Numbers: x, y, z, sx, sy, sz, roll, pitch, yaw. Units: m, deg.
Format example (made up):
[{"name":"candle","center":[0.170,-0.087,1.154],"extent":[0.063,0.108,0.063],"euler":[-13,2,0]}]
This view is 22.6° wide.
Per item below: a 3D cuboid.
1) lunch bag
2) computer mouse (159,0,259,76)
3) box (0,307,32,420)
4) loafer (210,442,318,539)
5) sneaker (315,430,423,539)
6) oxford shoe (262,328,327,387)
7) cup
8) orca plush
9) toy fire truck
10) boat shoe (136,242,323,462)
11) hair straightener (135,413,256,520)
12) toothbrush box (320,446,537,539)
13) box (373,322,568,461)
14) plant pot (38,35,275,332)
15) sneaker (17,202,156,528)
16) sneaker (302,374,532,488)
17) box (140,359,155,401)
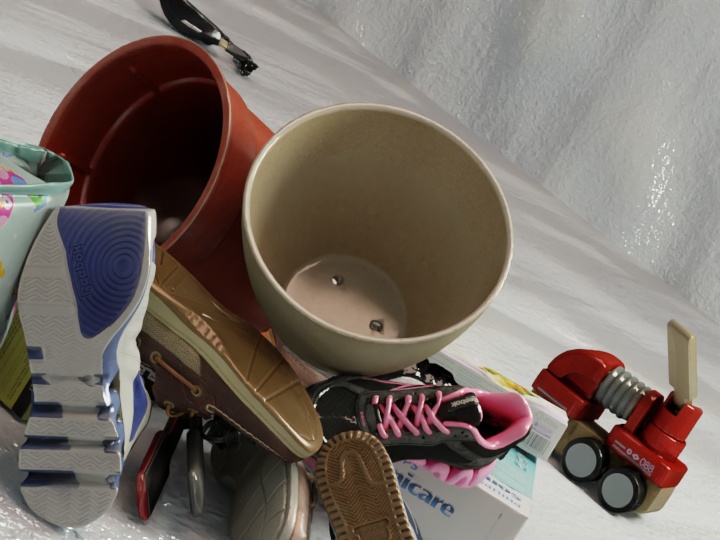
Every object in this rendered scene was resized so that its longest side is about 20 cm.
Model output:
[{"name":"lunch bag","center":[-0.267,-0.003,1.115],"extent":[0.121,0.172,0.200],"euler":[26,11,17]},{"name":"computer mouse","center":[-0.243,-0.366,2.794],"extent":[0.200,0.046,0.141],"euler":[40,5,-23]},{"name":"box","center":[-0.271,0.017,1.260],"extent":[0.199,0.076,0.050],"euler":[37,12,22]},{"name":"loafer","center":[-0.056,0.158,1.268],"extent":[0.063,0.072,0.200],"euler":[35,8,-22]},{"name":"sneaker","center":[0.016,0.218,1.205],"extent":[0.109,0.069,0.202],"euler":[75,3,-52]},{"name":"oxford shoe","center":[-0.041,0.070,1.602],"extent":[0.071,0.073,0.200],"euler":[25,15,-31]},{"name":"cup","center":[0.000,0.000,1.335],"extent":[0.198,0.144,0.202],"euler":[6,57,-10]},{"name":"orca plush","center":[0.041,0.075,1.408],"extent":[0.199,0.072,0.105],"euler":[32,14,10]},{"name":"toy fire truck","center":[0.274,0.127,1.848],"extent":[0.176,0.201,0.128],"euler":[39,14,26]},{"name":"boat shoe","center":[-0.112,0.065,1.223],"extent":[0.200,0.072,0.072],"euler":[43,22,-1]},{"name":"hair straightener","center":[-0.105,0.124,1.264],"extent":[0.076,0.041,0.200],"euler":[-3,12,4]},{"name":"toothbrush box","center":[0.062,0.165,1.468],"extent":[0.146,0.086,0.200],"euler":[32,12,0]},{"name":"box","center":[0.080,0.091,1.506],"extent":[0.199,0.042,0.039],"euler":[29,12,-3]},{"name":"plant pot","center":[-0.126,-0.051,1.430],"extent":[0.201,0.201,0.195],"euler":[43,6,40]},{"name":"sneaker","center":[-0.174,0.056,1.152],"extent":[0.079,0.202,0.115],"euler":[7,1,-1]},{"name":"sneaker","center":[0.041,0.106,1.294],"extent":[0.198,0.095,0.080],"euler":[6,66,-36]},{"name":"box","center":[-0.225,0.013,1.441],"extent":[0.192,0.048,0.200],"euler":[32,12,-14]}]
